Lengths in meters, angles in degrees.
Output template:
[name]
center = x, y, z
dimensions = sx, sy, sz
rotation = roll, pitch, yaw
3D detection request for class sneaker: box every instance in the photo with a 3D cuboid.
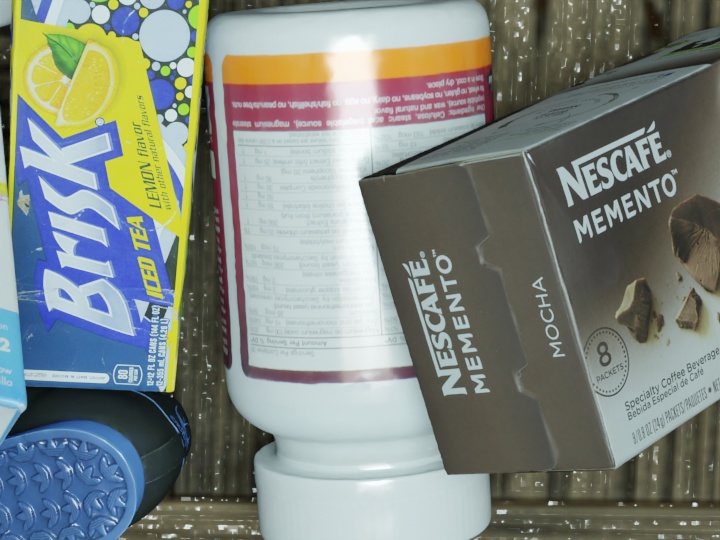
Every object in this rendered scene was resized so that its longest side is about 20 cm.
[sneaker]
center = -0.162, 0.080, 0.884
dimensions = 0.199, 0.078, 0.071
rotation = -2, 102, 19

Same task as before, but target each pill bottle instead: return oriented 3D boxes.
[pill bottle]
center = 0.000, 0.000, 0.854
dimensions = 0.109, 0.110, 0.201
rotation = -4, 99, -3

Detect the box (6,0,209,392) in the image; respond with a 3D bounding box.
[box]
center = -0.095, -0.055, 0.829
dimensions = 0.070, 0.064, 0.201
rotation = 3, 119, -7

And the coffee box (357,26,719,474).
[coffee box]
center = 0.105, -0.014, 0.817
dimensions = 0.200, 0.080, 0.114
rotation = -25, 102, -43

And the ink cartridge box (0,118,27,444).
[ink cartridge box]
center = -0.176, -0.003, 0.808
dimensions = 0.068, 0.201, 0.115
rotation = 13, 135, -28

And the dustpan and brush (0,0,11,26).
[dustpan and brush]
center = -0.104, -0.148, 0.850
dimensions = 0.199, 0.057, 0.140
rotation = 6, 125, -7
